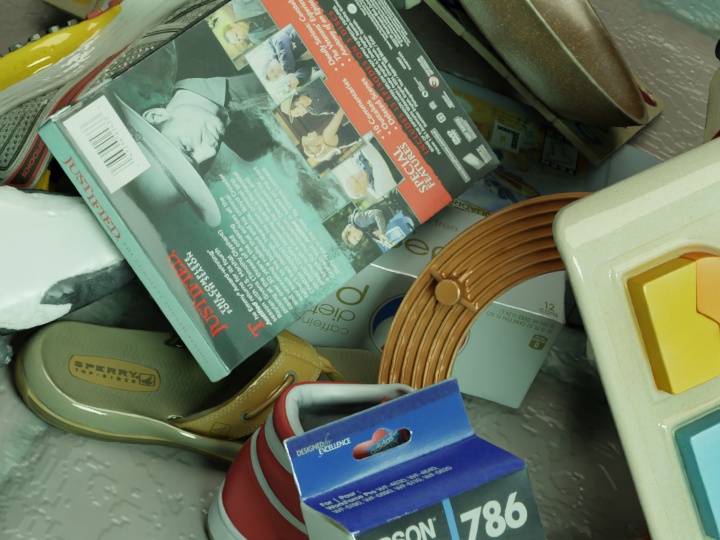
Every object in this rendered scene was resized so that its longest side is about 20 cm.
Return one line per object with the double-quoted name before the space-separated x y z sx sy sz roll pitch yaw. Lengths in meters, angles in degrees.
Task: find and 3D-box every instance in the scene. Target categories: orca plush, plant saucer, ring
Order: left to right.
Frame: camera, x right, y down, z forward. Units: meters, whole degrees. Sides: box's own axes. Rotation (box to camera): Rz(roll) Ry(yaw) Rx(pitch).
"orca plush" -0.169 -0.014 1.375 0.200 0.071 0.106 -28 92 -20
"plant saucer" 0.080 -0.149 1.526 0.201 0.037 0.201 50 14 -17
"ring" 0.102 0.064 1.351 0.200 0.201 0.019 35 13 10

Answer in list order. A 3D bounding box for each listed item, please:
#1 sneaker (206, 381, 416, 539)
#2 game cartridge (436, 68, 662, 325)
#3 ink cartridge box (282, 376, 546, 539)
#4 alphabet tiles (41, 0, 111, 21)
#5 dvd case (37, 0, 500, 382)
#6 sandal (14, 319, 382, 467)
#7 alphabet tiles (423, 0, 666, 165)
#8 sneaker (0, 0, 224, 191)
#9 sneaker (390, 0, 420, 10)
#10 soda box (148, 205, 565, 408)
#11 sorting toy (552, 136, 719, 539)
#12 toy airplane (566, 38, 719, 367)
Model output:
"sneaker" 0.030 0.127 1.302 0.200 0.113 0.071 32 42 7
"game cartridge" 0.069 -0.042 1.557 0.199 0.042 0.133 21 37 -6
"ink cartridge box" 0.040 0.153 1.248 0.099 0.039 0.201 -20 96 -32
"alphabet tiles" -0.079 -0.192 1.522 0.199 0.167 0.006 25 -6 27
"dvd case" -0.040 -0.059 1.388 0.200 0.022 0.146 -38 95 -35
"sandal" -0.063 0.050 1.380 0.199 0.054 0.081 9 43 -17
"alphabet tiles" 0.080 -0.144 1.616 0.200 0.008 0.167 44 22 4
"sneaker" -0.103 -0.096 1.456 0.199 0.078 0.082 -29 84 -1
"sneaker" -0.052 -0.182 1.551 0.106 0.075 0.200 -27 45 -17
"soda box" 0.000 0.000 1.453 0.199 0.068 0.064 17 41 -9
"sorting toy" 0.196 0.035 1.304 0.185 0.036 0.201 -24 101 -18
"toy airplane" 0.197 -0.016 1.432 0.141 0.201 0.199 20 0 -17
